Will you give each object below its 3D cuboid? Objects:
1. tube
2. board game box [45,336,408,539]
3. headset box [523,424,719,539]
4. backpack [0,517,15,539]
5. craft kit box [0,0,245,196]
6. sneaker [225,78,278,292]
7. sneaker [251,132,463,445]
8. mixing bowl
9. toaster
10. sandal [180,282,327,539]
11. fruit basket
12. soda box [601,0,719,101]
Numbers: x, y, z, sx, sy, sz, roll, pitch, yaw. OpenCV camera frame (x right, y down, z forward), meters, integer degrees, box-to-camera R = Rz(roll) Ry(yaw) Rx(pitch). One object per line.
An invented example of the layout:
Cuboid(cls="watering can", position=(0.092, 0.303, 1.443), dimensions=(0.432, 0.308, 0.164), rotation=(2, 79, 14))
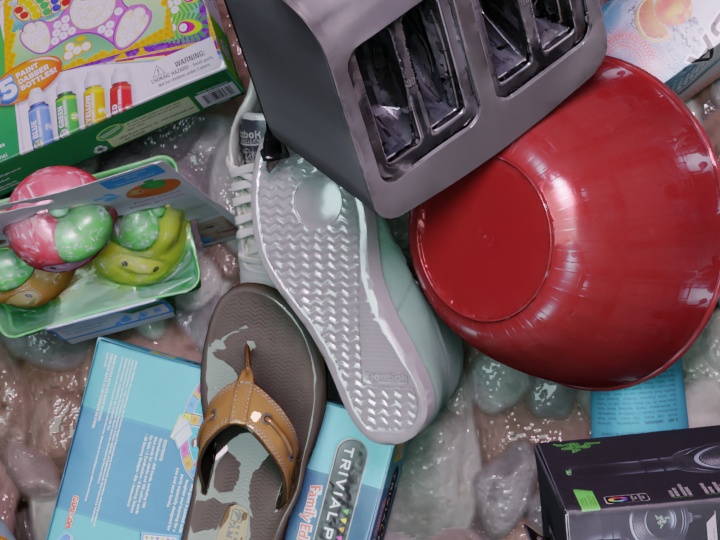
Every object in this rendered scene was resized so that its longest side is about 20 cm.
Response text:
Cuboid(cls="tube", position=(0.168, 0.102, 1.598), dimensions=(0.077, 0.050, 0.201), rotation=(-3, 91, 13))
Cuboid(cls="board game box", position=(-0.083, 0.140, 1.641), dimensions=(0.199, 0.047, 0.152), rotation=(15, 90, 11))
Cuboid(cls="headset box", position=(0.193, 0.149, 1.498), dimensions=(0.199, 0.174, 0.093), rotation=(-6, 99, 0))
Cuboid(cls="backpack", position=(-0.309, 0.193, 1.639), dimensions=(0.199, 0.167, 0.127), rotation=(-27, 101, 5))
Cuboid(cls="craft kit box", position=(-0.190, -0.164, 1.660), dimensions=(0.199, 0.049, 0.198), rotation=(-23, 64, 9))
Cuboid(cls="sneaker", position=(-0.051, -0.045, 1.617), dimensions=(0.076, 0.080, 0.201), rotation=(5, 92, 33))
Cuboid(cls="sneaker", position=(0.000, 0.000, 1.596), dimensions=(0.073, 0.118, 0.201), rotation=(-21, 91, 18))
Cuboid(cls="mixing bowl", position=(0.102, -0.024, 1.538), dimensions=(0.199, 0.108, 0.202), rotation=(5, 97, 38))
Cuboid(cls="toaster", position=(0.025, -0.146, 1.455), dimensions=(0.180, 0.201, 0.119), rotation=(-35, 49, -16))
Cuboid(cls="sandal", position=(-0.072, 0.108, 1.588), dimensions=(0.081, 0.055, 0.201), rotation=(14, 90, 12))
Cuboid(cls="fruit basket", position=(-0.174, -0.014, 1.592), dimensions=(0.184, 0.200, 0.094), rotation=(-15, 83, 9))
Cuboid(cls="soda box", position=(0.221, -0.165, 1.589), dimensions=(0.200, 0.068, 0.064), rotation=(-36, 74, 7))
